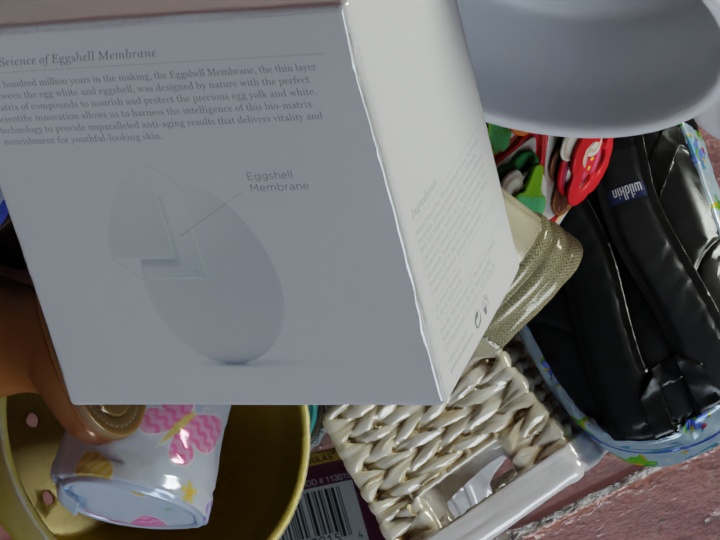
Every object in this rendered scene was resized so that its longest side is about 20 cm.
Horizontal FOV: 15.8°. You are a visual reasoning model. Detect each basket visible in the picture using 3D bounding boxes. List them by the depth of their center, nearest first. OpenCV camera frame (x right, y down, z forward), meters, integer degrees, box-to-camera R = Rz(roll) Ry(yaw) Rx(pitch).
[{"bbox_3d":[0.068,0.103,1.632,0.135,0.124,0.200,-36,174,10],"label":"basket"}]

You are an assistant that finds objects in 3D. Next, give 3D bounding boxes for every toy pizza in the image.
[{"bbox_3d":[0.102,-0.085,1.433,0.200,0.032,0.201,-40,141,-42],"label":"toy pizza"}]

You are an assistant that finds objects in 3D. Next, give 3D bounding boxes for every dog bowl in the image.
[{"bbox_3d":[0.090,-0.147,1.243,0.199,0.079,0.200,12,155,6],"label":"dog bowl"}]

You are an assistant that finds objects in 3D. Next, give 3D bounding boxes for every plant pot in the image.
[{"bbox_3d":[-0.150,0.100,1.524,0.199,0.202,0.142,1,167,-33],"label":"plant pot"}]

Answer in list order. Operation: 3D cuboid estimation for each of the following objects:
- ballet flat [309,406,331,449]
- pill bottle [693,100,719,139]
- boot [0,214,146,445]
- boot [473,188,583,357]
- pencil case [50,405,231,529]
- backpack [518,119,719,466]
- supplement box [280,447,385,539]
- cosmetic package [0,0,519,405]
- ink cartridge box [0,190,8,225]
[{"bbox_3d":[-0.024,0.047,1.617,0.072,0.072,0.201,-15,148,-14],"label":"ballet flat"},{"bbox_3d":[0.208,-0.140,1.366,0.115,0.201,0.116,-17,147,-11],"label":"pill bottle"},{"bbox_3d":[-0.202,0.055,1.386,0.155,0.200,0.074,-44,139,16],"label":"boot"},{"bbox_3d":[0.000,0.000,1.361,0.200,0.073,0.155,-35,126,27],"label":"boot"},{"bbox_3d":[-0.109,0.042,1.429,0.090,0.201,0.083,17,159,-21],"label":"pencil case"},{"bbox_3d":[0.166,0.017,1.569,0.162,0.201,0.154,-25,149,1],"label":"backpack"},{"bbox_3d":[-0.068,0.200,1.726,0.130,0.104,0.200,-11,164,-20],"label":"supplement box"},{"bbox_3d":[-0.053,-0.054,1.191,0.198,0.123,0.201,-1,122,24],"label":"cosmetic package"},{"bbox_3d":[-0.212,-0.039,1.284,0.120,0.042,0.200,-57,170,-10],"label":"ink cartridge box"}]
